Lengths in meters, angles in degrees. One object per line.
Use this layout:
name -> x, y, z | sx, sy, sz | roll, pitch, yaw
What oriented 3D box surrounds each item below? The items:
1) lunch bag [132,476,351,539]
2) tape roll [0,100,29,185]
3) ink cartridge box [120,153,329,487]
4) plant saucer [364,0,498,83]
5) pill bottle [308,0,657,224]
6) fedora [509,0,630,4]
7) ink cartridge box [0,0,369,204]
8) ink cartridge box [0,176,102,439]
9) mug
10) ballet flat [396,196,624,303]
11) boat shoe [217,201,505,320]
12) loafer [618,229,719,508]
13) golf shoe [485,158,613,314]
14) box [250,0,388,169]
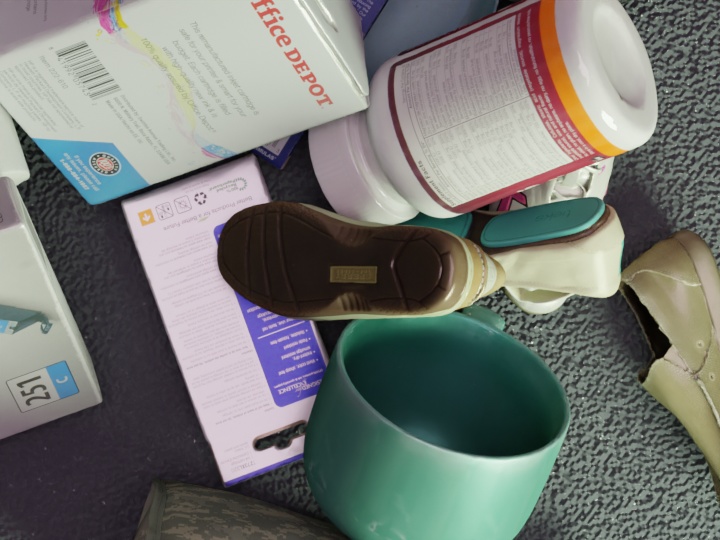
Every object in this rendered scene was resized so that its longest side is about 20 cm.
lunch bag -> -0.066, 0.206, 1.149 | 0.163, 0.200, 0.118 | 17, 87, -5
tape roll -> -0.316, -0.092, 1.132 | 0.202, 0.203, 0.140 | -17, 90, -5
ink cartridge box -> -0.081, 0.033, 1.234 | 0.094, 0.037, 0.201 | -20, 88, -6
plant saucer -> -0.006, -0.201, 1.216 | 0.199, 0.027, 0.201 | 3, 112, 8
pill bottle -> 0.074, -0.097, 1.162 | 0.200, 0.109, 0.110 | -21, 91, 30
fedora -> 0.134, -0.267, 1.220 | 0.200, 0.092, 0.201 | 8, 117, 15
ink cartridge box -> -0.112, -0.139, 1.135 | 0.199, 0.145, 0.085 | -17, 49, 17
ink cartridge box -> -0.266, 0.043, 1.142 | 0.176, 0.200, 0.045 | -19, 54, -5
mug -> 0.052, 0.108, 1.174 | 0.152, 0.185, 0.115 | 42, 127, 33
ballet flat -> 0.080, -0.006, 1.206 | 0.199, 0.069, 0.070 | 1, 88, 36
boat shoe -> 0.000, 0.000, 1.162 | 0.200, 0.076, 0.072 | 11, 95, 40
loafer -> 0.221, 0.075, 1.245 | 0.067, 0.076, 0.201 | -16, 80, -5
golf shoe -> 0.128, -0.070, 1.227 | 0.072, 0.092, 0.201 | 8, 90, -8
box -> -0.049, -0.178, 1.200 | 0.121, 0.032, 0.200 | 33, 115, -4
